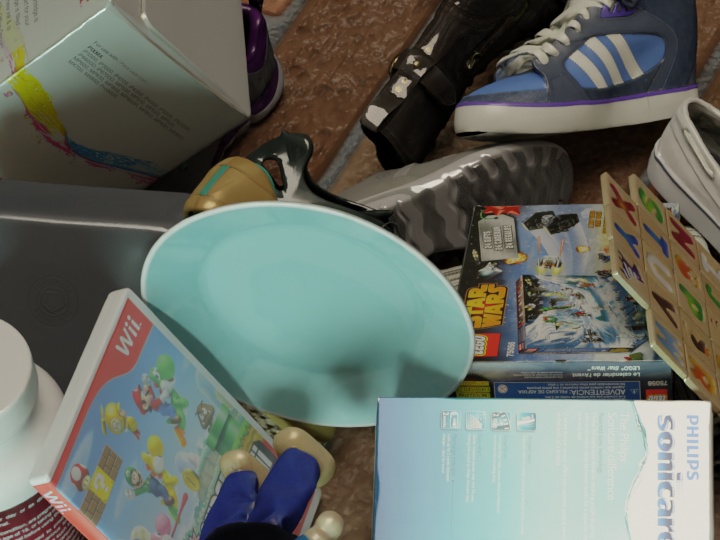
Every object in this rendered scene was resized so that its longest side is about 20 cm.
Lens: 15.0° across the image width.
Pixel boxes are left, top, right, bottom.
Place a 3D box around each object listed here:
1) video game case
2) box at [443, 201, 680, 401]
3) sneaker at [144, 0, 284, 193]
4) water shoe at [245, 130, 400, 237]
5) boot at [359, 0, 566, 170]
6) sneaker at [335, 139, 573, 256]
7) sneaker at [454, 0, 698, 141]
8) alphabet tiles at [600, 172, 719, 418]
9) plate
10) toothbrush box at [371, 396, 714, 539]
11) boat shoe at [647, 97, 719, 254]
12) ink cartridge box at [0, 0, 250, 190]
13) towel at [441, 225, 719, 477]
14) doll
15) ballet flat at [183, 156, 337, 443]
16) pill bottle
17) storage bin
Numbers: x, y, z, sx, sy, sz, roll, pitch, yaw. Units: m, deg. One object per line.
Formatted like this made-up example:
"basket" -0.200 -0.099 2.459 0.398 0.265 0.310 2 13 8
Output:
"video game case" -0.104 0.127 1.598 0.017 0.200 0.144 -15 40 37
"box" 0.128 0.021 1.686 0.136 0.040 0.200 0 29 9
"sneaker" -0.123 -0.106 1.857 0.074 0.088 0.200 19 53 20
"water shoe" 0.000 0.000 1.707 0.079 0.072 0.200 -42 96 5
"boot" 0.064 -0.141 1.862 0.069 0.200 0.175 31 90 21
"sneaker" 0.047 -0.051 1.807 0.199 0.075 0.082 -15 28 -21
"sneaker" 0.140 -0.167 1.829 0.199 0.148 0.080 -8 2 -31
"alphabet tiles" 0.210 0.032 1.655 0.006 0.200 0.167 -33 30 23
"plate" -0.029 0.021 1.587 0.199 0.201 0.026 7 49 10
"toothbrush box" 0.107 0.155 1.591 0.198 0.085 0.148 -1 70 5
"boat shoe" 0.267 -0.035 1.766 0.200 0.066 0.073 40 45 23
"ink cartridge box" -0.191 -0.137 1.796 0.199 0.144 0.146 -32 43 25
"towel" 0.149 0.057 1.732 0.191 0.035 0.201 -9 50 -3
"doll" -0.064 0.163 1.516 0.136 0.049 0.200 -23 24 25
"ballet flat" -0.067 0.030 1.670 0.068 0.201 0.063 2 29 38
"pill bottle" -0.218 0.121 1.594 0.112 0.201 0.114 -2 49 3
"storage bin" -0.177 0.018 1.702 0.198 0.135 0.146 5 17 8
